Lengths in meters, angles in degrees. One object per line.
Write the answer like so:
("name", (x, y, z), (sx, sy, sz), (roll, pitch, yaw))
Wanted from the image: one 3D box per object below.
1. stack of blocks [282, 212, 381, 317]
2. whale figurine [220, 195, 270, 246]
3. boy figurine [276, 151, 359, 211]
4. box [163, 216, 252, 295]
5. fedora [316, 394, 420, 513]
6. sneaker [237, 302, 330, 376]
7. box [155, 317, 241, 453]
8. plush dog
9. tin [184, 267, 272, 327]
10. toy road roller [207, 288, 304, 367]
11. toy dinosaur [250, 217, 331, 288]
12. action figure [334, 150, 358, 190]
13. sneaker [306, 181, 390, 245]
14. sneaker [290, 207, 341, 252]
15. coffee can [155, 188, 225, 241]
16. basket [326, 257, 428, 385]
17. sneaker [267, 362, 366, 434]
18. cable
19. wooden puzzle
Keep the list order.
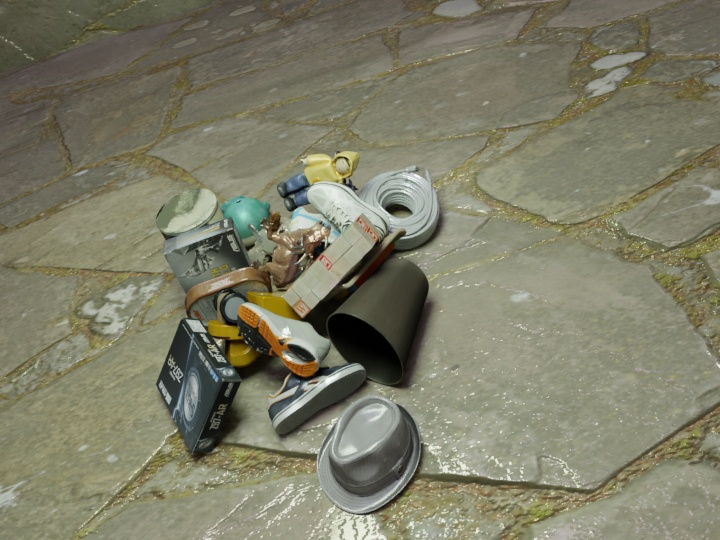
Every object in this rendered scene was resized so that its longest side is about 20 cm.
("stack of blocks", (-0.055, -0.011, 1.107), (0.199, 0.059, 0.116), (-43, 7, 24))
("whale figurine", (-0.305, -0.147, 1.447), (0.156, 0.106, 0.201), (-26, 41, -13))
("boy figurine", (-0.084, -0.199, 1.262), (0.195, 0.128, 0.064), (-22, 9, 20))
("box", (-0.317, -0.001, 1.245), (0.154, 0.204, 0.049), (-20, 40, -4))
("fedora", (0.008, 0.288, 0.953), (0.198, 0.092, 0.176), (-36, 48, -18))
("sneaker", (-0.143, 0.120, 1.070), (0.197, 0.077, 0.092), (32, 29, 16))
("box", (-0.314, 0.214, 1.085), (0.199, 0.043, 0.164), (41, 111, 40))
("plush dog", (-0.159, -0.082, 1.332), (0.194, 0.166, 0.171), (11, 27, 25))
("tin", (-0.286, 0.060, 1.240), (0.194, 0.114, 0.042), (-20, 44, -3))
("toy road roller", (-0.214, 0.116, 1.166), (0.194, 0.152, 0.122), (1, 3, -24))
("toy dinosaur", (-0.145, -0.021, 1.154), (0.135, 0.204, 0.085), (37, 32, 26))
("action figure", (-0.063, -0.197, 1.382), (0.114, 0.201, 0.105), (-4, 67, 3))
("sneaker", (-0.035, -0.116, 1.189), (0.196, 0.077, 0.116), (27, 30, 3))
("sneaker", (-0.067, -0.081, 1.266), (0.076, 0.196, 0.083), (-29, 55, 44))
("coffee can", (-0.363, -0.062, 1.314), (0.141, 0.204, 0.149), (-8, 43, 8))
("basket", (0.048, 0.081, 1.102), (0.135, 0.180, 0.202), (-32, 17, 46))
("sneaker", (-0.087, 0.215, 1.059), (0.196, 0.080, 0.080), (-29, 51, -10))
("cable", (0.088, -0.144, 1.326), (0.193, 0.070, 0.205), (-7, 57, -7))
("wooden puzzle", (0.000, 0.000, 1.201), (0.199, 0.184, 0.038), (-43, 94, -26))
